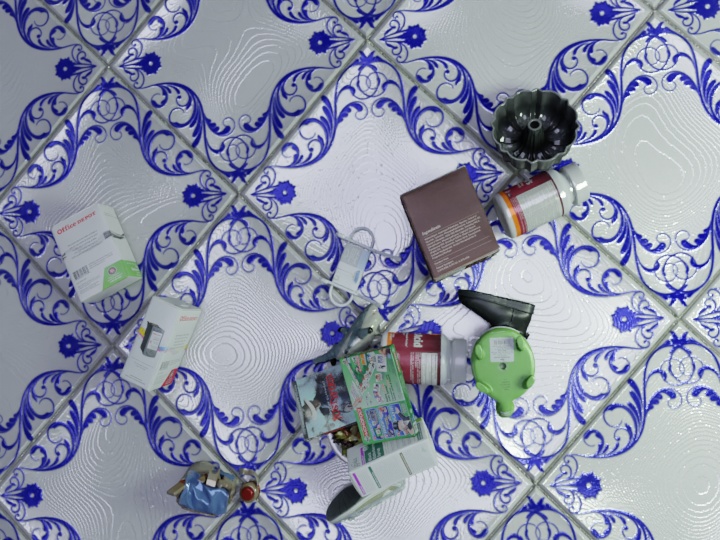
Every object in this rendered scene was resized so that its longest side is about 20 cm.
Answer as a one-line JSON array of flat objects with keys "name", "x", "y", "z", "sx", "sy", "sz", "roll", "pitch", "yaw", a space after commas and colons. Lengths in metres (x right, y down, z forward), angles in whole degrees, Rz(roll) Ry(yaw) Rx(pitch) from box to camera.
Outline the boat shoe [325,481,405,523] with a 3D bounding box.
[{"name": "boat shoe", "x": 0.011, "y": 0.532, "z": 1.463, "sx": 0.199, "sy": 0.074, "sz": 0.066, "roll": -34, "pitch": 111, "yaw": -3}]

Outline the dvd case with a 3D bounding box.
[{"name": "dvd case", "x": -0.057, "y": 0.301, "z": 1.485, "sx": 0.195, "sy": 0.022, "sz": 0.149, "roll": -20, "pitch": 63, "yaw": 7}]

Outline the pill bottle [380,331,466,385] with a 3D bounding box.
[{"name": "pill bottle", "x": 0.145, "y": 0.203, "z": 1.445, "sx": 0.194, "sy": 0.114, "sz": 0.118, "roll": 2, "pitch": 87, "yaw": 7}]

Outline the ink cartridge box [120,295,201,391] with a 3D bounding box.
[{"name": "ink cartridge box", "x": -0.475, "y": 0.172, "z": 1.506, "sx": 0.084, "sy": 0.148, "sz": 0.205, "roll": 21, "pitch": 88, "yaw": 6}]

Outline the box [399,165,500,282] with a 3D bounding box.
[{"name": "box", "x": 0.201, "y": -0.098, "z": 1.430, "sx": 0.161, "sy": 0.166, "sz": 0.205, "roll": -23, "pitch": 85, "yaw": 6}]

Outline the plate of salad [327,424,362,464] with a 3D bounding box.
[{"name": "plate of salad", "x": 0.012, "y": 0.369, "z": 1.484, "sx": 0.194, "sy": 0.048, "sz": 0.206, "roll": 0, "pitch": 87, "yaw": 7}]

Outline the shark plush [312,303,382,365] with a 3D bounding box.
[{"name": "shark plush", "x": -0.026, "y": 0.167, "z": 1.511, "sx": 0.199, "sy": 0.090, "sz": 0.084, "roll": -43, "pitch": 59, "yaw": 19}]

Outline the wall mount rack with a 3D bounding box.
[{"name": "wall mount rack", "x": 0.000, "y": 0.000, "z": 1.495, "sx": 0.170, "sy": 0.075, "sz": 0.205, "roll": 21, "pitch": 90, "yaw": 8}]

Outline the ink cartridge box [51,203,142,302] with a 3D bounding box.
[{"name": "ink cartridge box", "x": -0.660, "y": -0.043, "z": 1.573, "sx": 0.143, "sy": 0.084, "sz": 0.204, "roll": -25, "pitch": 84, "yaw": 4}]

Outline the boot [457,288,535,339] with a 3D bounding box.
[{"name": "boot", "x": 0.305, "y": 0.140, "z": 1.455, "sx": 0.193, "sy": 0.073, "sz": 0.167, "roll": 14, "pitch": 94, "yaw": 9}]

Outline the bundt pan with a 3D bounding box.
[{"name": "bundt pan", "x": 0.397, "y": -0.313, "z": 1.445, "sx": 0.196, "sy": 0.076, "sz": 0.207, "roll": -4, "pitch": 65, "yaw": 9}]

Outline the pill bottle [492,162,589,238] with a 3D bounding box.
[{"name": "pill bottle", "x": 0.412, "y": -0.162, "z": 1.437, "sx": 0.196, "sy": 0.110, "sz": 0.112, "roll": -25, "pitch": 84, "yaw": 5}]

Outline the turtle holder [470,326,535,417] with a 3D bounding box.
[{"name": "turtle holder", "x": 0.315, "y": 0.212, "z": 1.355, "sx": 0.139, "sy": 0.132, "sz": 0.188, "roll": -33, "pitch": 88, "yaw": 11}]

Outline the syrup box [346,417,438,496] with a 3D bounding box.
[{"name": "syrup box", "x": 0.070, "y": 0.423, "z": 1.423, "sx": 0.196, "sy": 0.079, "sz": 0.083, "roll": -24, "pitch": 113, "yaw": 6}]

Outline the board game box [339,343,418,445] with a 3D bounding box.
[{"name": "board game box", "x": 0.040, "y": 0.278, "z": 1.400, "sx": 0.132, "sy": 0.029, "sz": 0.205, "roll": -15, "pitch": 92, "yaw": 25}]

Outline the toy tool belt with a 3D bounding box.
[{"name": "toy tool belt", "x": -0.345, "y": 0.524, "z": 1.480, "sx": 0.194, "sy": 0.123, "sz": 0.129, "roll": 7, "pitch": 87, "yaw": 7}]
